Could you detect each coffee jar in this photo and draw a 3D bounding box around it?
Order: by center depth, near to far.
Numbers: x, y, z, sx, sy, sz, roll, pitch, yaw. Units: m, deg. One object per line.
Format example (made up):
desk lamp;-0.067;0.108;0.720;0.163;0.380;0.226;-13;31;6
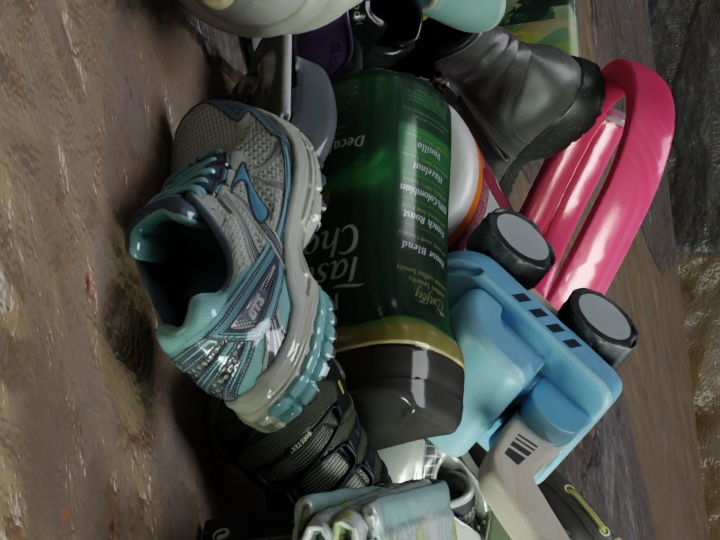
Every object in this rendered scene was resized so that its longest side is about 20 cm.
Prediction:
coffee jar;0.000;0.000;1.532;0.085;0.104;0.201;28;52;-51

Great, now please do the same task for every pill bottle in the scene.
pill bottle;0.036;-0.023;1.700;0.200;0.109;0.110;54;30;-65

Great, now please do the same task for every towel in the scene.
towel;0.013;0.181;1.273;0.200;0.048;0.172;4;80;-76

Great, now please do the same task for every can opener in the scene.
can opener;-0.037;-0.043;1.448;0.053;0.067;0.201;-50;-150;39

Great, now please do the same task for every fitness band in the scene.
fitness band;0.139;-0.034;1.785;0.144;0.037;0.201;-105;-143;-67

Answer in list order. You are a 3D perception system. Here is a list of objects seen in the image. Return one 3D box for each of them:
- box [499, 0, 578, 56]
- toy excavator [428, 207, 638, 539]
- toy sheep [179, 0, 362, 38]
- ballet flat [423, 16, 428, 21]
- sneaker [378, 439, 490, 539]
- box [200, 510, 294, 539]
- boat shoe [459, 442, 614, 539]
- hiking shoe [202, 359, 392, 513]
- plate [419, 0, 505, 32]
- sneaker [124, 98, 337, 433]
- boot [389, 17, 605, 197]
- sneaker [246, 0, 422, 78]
box;0.069;-0.192;1.879;0.036;0.144;0.201;65;21;-54
toy excavator;0.082;0.084;1.545;0.194;0.100;0.200;43;30;5
toy sheep;-0.039;-0.180;1.416;0.200;0.137;0.139;-51;133;-57
ballet flat;0.048;-0.201;1.731;0.067;0.200;0.067;49;40;5
sneaker;0.040;0.167;1.672;0.077;0.080;0.201;-84;163;-52
box;-0.024;0.234;1.350;0.141;0.078;0.201;-77;156;-53
boat shoe;0.081;0.127;1.719;0.201;0.060;0.072;49;-39;42
hiking shoe;-0.010;0.103;1.402;0.101;0.076;0.200;43;-10;31
plate;0.003;-0.206;1.627;0.200;0.026;0.200;42;-16;15
sneaker;-0.066;-0.021;1.317;0.086;0.078;0.200;30;28;-33
boot;0.045;-0.087;1.788;0.131;0.200;0.070;20;36;-34
sneaker;-0.001;-0.129;1.649;0.200;0.087;0.076;8;74;-78
